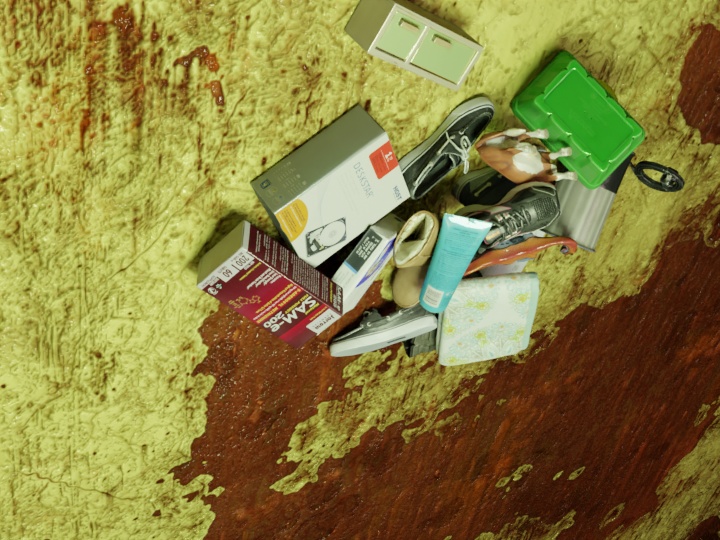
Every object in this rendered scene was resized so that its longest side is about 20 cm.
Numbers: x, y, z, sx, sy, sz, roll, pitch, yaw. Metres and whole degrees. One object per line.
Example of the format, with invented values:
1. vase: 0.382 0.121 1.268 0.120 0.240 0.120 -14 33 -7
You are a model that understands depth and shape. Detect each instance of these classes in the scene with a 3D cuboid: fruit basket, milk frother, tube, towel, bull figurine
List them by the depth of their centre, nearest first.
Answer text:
1. bull figurine: 0.268 -0.172 1.575 0.198 0.120 0.066 16 72 -43
2. tube: 0.142 -0.013 1.580 0.076 0.051 0.201 6 139 -12
3. fruit basket: 0.363 -0.253 1.632 0.156 0.216 0.215 -45 143 4
4. towel: 0.220 0.085 1.745 0.168 0.049 0.202 -8 136 -9
5. milk frother: 0.444 -0.123 1.764 0.180 0.198 0.191 7 106 -60

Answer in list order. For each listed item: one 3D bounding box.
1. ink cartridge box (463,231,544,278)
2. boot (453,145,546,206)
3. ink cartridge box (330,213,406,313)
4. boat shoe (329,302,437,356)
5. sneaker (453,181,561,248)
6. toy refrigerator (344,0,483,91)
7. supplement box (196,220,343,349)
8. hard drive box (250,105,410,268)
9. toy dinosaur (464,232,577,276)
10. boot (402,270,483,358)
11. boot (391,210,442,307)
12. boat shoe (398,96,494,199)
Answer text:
1. ink cartridge box: 0.233 -0.031 1.824 0.198 0.043 0.198 7 122 -41
2. boot: 0.261 -0.142 1.696 0.198 0.091 0.073 -26 140 -20
3. ink cartridge box: 0.000 0.000 1.611 0.199 0.043 0.200 -53 173 18
4. boat shoe: 0.035 0.097 1.752 0.197 0.067 0.070 -18 164 7
5. sneaker: 0.225 -0.071 1.574 0.198 0.081 0.087 -22 -162 33
6. toy refrigerator: 0.079 -0.319 1.378 0.198 0.070 0.076 12 119 -46
7. supplement box: -0.130 0.025 1.458 0.199 0.062 0.108 34 125 -30
8. hard drive box: -0.041 -0.119 1.464 0.199 0.077 0.156 -37 144 -6
9. toy dinosaur: 0.271 -0.027 1.692 0.202 0.179 0.106 -61 142 -33
10. boot: 0.151 0.088 1.799 0.128 0.068 0.202 -7 138 -22
11. boot: 0.085 -0.017 1.627 0.177 0.066 0.200 -62 167 8
12. boat shoe: 0.143 -0.190 1.562 0.198 0.068 0.074 -37 143 -6
